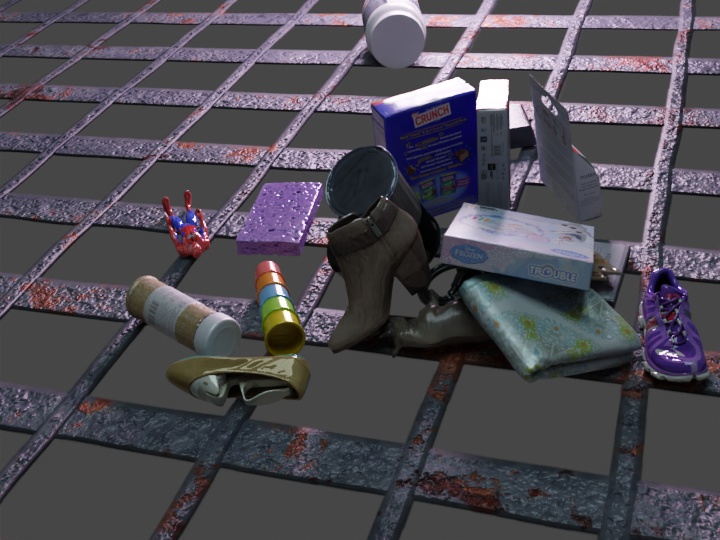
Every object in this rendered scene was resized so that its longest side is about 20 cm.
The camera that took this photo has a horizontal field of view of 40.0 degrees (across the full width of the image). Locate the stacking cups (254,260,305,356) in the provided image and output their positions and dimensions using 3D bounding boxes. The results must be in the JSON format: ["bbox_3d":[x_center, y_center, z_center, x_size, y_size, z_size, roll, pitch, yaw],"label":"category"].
[{"bbox_3d":[-0.123,0.045,1.445,0.059,0.061,0.201,-11,33,-6],"label":"stacking cups"}]

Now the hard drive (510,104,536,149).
[{"bbox_3d":[0.225,-0.268,1.870,0.196,0.043,0.136,-6,33,2],"label":"hard drive"}]

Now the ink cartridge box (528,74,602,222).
[{"bbox_3d":[0.332,-0.202,1.602,0.056,0.203,0.163,-14,33,-8],"label":"ink cartridge box"}]

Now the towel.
[{"bbox_3d":[0.248,0.065,1.293,0.197,0.049,0.172,-6,38,-29],"label":"towel"}]

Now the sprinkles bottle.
[{"bbox_3d":[-0.258,0.069,1.428,0.198,0.069,0.068,23,43,38],"label":"sprinkles bottle"}]

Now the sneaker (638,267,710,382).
[{"bbox_3d":[0.400,0.069,1.285,0.079,0.085,0.201,-5,34,4],"label":"sneaker"}]

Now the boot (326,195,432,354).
[{"bbox_3d":[0.000,0.000,1.348,0.199,0.147,0.070,-39,22,0],"label":"boot"}]

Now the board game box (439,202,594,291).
[{"bbox_3d":[0.221,-0.036,1.362,0.196,0.044,0.199,11,17,11],"label":"board game box"}]

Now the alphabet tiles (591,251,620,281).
[{"bbox_3d":[0.260,-0.018,1.406,0.196,0.006,0.167,5,17,-8],"label":"alphabet tiles"}]

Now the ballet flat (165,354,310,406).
[{"bbox_3d":[-0.164,0.147,1.298,0.196,0.069,0.064,-5,46,5],"label":"ballet flat"}]

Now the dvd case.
[{"bbox_3d":[0.290,-0.002,1.469,0.196,0.025,0.151,8,36,21],"label":"dvd case"}]

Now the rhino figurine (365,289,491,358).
[{"bbox_3d":[0.102,0.072,1.360,0.196,0.061,0.088,-11,36,-1],"label":"rhino figurine"}]

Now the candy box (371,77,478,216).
[{"bbox_3d":[0.111,-0.195,1.634,0.166,0.203,0.077,-17,34,-16],"label":"candy box"}]

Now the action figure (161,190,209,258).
[{"bbox_3d":[-0.296,-0.075,1.679,0.064,0.053,0.201,-12,35,-15],"label":"action figure"}]

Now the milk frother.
[{"bbox_3d":[0.066,-0.055,1.435,0.196,0.188,0.184,1,65,27],"label":"milk frother"}]

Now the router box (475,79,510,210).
[{"bbox_3d":[0.214,-0.183,1.577,0.048,0.204,0.180,0,23,10],"label":"router box"}]

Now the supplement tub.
[{"bbox_3d":[0.076,-0.553,2.245,0.137,0.143,0.201,-7,33,1],"label":"supplement tub"}]

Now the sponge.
[{"bbox_3d":[-0.135,-0.091,1.684,0.109,0.030,0.201,0,33,11],"label":"sponge"}]
